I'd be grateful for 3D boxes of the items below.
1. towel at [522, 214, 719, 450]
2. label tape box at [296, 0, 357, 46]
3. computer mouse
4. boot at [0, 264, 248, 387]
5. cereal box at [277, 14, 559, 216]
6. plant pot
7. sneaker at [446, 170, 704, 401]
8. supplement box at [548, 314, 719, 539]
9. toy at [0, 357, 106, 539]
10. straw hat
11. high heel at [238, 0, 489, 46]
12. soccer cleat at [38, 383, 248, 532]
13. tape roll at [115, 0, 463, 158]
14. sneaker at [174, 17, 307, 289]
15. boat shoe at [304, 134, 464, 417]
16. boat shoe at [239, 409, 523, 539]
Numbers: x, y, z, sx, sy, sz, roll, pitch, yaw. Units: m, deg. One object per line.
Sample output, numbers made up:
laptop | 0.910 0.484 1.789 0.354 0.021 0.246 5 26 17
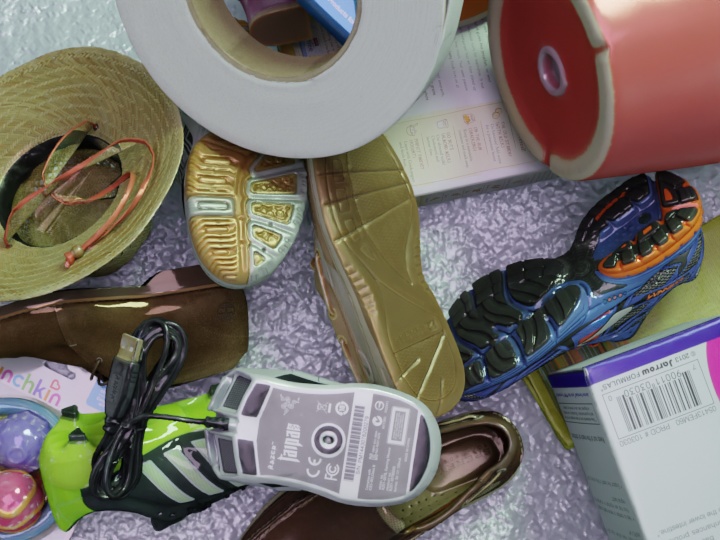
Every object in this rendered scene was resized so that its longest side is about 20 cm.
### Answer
towel | 0.199 0.033 0.857 0.200 0.018 0.086 -29 82 -6
label tape box | 0.030 -0.233 0.763 0.143 0.066 0.200 43 91 -5
computer mouse | -0.053 0.095 0.763 0.199 0.044 0.110 10 87 -3
boot | -0.168 0.046 0.823 0.199 0.074 0.076 -10 90 -9
cereal box | 0.052 -0.119 0.872 0.199 0.040 0.144 -11 79 -3
plant pot | 0.186 -0.145 0.781 0.177 0.200 0.201 -19 80 -17
sneaker | 0.137 0.025 0.815 0.200 0.078 0.075 -33 44 9
supplement box | 0.202 0.138 0.784 0.101 0.103 0.201 -19 85 -6
toy | -0.235 0.141 0.816 0.115 0.047 0.201 25 81 2
straw hat | -0.182 -0.041 0.826 0.200 0.085 0.202 -12 57 19
high heel | 0.011 -0.203 0.849 0.199 0.067 0.096 -14 56 -4
soccer cleat | -0.100 0.119 0.819 0.199 0.068 0.081 -5 117 -14
tape roll | -0.042 -0.160 0.717 0.202 0.037 0.204 10 120 17
sneaker | -0.083 -0.063 0.817 0.075 0.088 0.201 5 55 -19
boat shoe | 0.000 0.000 0.810 0.074 0.069 0.201 -12 83 -34
boat shoe | 0.008 0.142 0.804 0.202 0.075 0.075 -31 81 -6
